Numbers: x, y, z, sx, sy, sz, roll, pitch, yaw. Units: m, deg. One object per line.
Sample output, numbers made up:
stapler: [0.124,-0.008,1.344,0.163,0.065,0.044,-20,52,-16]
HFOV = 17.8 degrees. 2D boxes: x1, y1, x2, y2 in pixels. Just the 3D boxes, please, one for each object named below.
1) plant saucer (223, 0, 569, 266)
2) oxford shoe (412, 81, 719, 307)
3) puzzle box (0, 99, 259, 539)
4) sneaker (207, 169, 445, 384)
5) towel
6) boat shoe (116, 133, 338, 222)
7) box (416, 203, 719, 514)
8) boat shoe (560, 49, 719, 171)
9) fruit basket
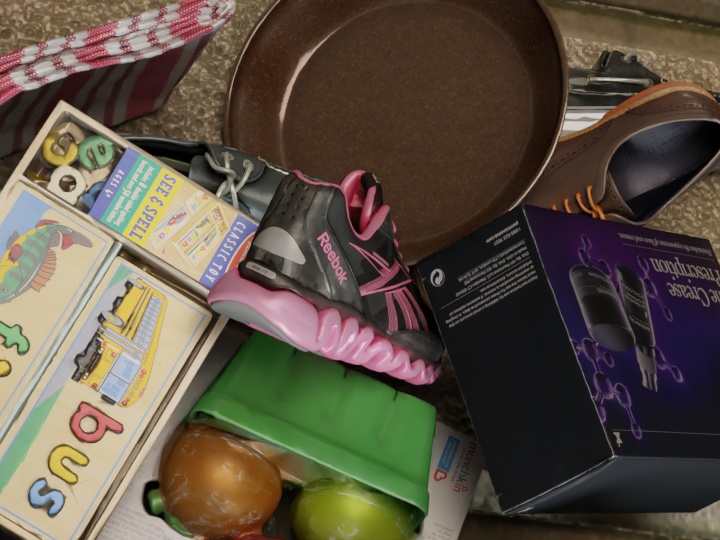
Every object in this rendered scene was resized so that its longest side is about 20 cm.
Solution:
plant saucer: [0.022,-0.090,1.288,0.199,0.037,0.202,-6,68,15]
oxford shoe: [0.116,-0.039,1.271,0.199,0.073,0.071,-35,101,4]
puzzle box: [-0.146,0.033,1.143,0.133,0.025,0.201,31,75,-5]
sneaker: [0.000,0.000,1.172,0.079,0.200,0.096,18,88,25]
towel: [-0.169,-0.086,1.208,0.199,0.146,0.030,-20,84,-23]
boat shoe: [-0.084,-0.034,1.230,0.198,0.062,0.073,10,70,5]
box: [0.134,0.051,1.215,0.199,0.079,0.142,7,61,-53]
boat shoe: [0.147,-0.097,1.342,0.198,0.072,0.071,1,70,-13]
fruit basket: [-0.048,0.143,1.181,0.184,0.094,0.201,23,73,-4]
